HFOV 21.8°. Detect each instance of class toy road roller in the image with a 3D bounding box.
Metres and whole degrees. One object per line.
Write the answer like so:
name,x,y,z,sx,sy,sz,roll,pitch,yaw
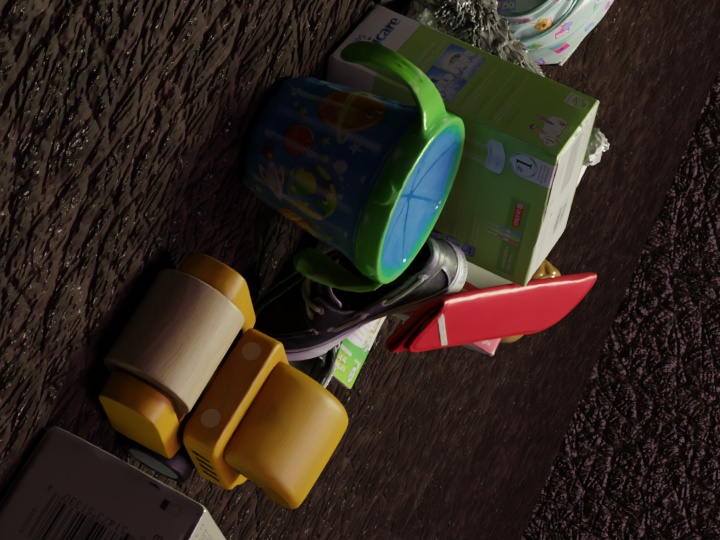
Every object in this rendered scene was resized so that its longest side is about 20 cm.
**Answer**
toy road roller,-0.091,0.091,1.349,0.123,0.146,0.200,-60,164,-19

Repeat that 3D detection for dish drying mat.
dish drying mat,0.110,0.035,1.520,0.200,0.018,0.077,-6,147,-46

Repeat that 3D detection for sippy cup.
sippy cup,-0.011,-0.077,1.380,0.178,0.130,0.140,-65,164,2

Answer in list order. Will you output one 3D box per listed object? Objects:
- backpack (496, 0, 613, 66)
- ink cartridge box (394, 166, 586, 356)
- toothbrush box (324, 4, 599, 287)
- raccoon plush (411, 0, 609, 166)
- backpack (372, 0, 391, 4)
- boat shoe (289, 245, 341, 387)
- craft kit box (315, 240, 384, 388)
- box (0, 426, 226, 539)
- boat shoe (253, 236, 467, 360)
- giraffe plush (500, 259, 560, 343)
backpack,0.162,-0.283,1.630,0.200,0.167,0.127,-61,145,-2
ink cartridge box,0.103,-0.038,1.644,0.200,0.083,0.147,-63,-162,-3
toothbrush box,0.072,-0.099,1.488,0.086,0.200,0.146,-53,161,-40
raccoon plush,0.124,-0.183,1.524,0.097,0.200,0.134,-47,147,-45
backpack,0.053,-0.254,1.235,0.200,0.183,0.147,-16,107,-69
boat shoe,-0.048,0.070,1.565,0.076,0.060,0.200,33,80,-30
craft kit box,0.000,0.000,1.713,0.198,0.049,0.200,-65,165,-7
box,-0.170,0.208,1.307,0.109,0.128,0.200,-59,164,-17
boat shoe,-0.016,0.018,1.481,0.068,0.200,0.072,24,54,-59
giraffe plush,0.125,-0.051,1.864,0.200,0.173,0.162,-61,159,-47
